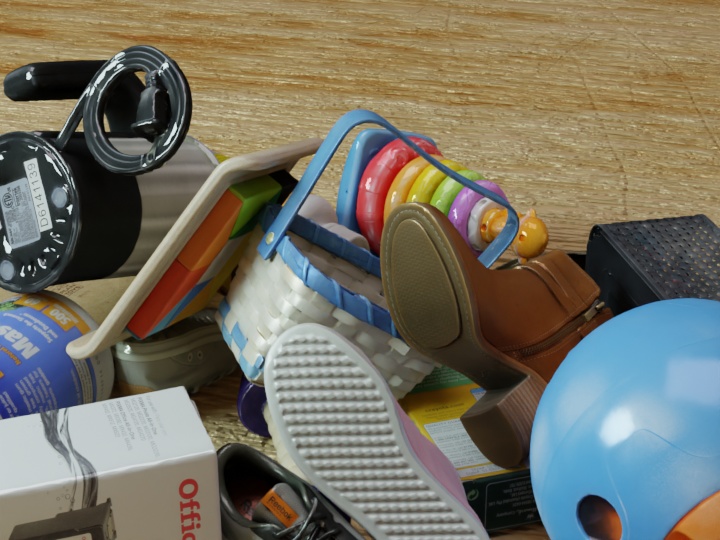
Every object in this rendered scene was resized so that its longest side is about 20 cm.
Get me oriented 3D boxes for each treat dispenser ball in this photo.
[{"bbox_3d":[0.205,0.118,1.009,0.199,0.202,0.201,0,26,0],"label":"treat dispenser ball"}]

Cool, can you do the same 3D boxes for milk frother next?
[{"bbox_3d":[-0.164,-0.075,1.219,0.199,0.182,0.188,4,7,31],"label":"milk frother"}]

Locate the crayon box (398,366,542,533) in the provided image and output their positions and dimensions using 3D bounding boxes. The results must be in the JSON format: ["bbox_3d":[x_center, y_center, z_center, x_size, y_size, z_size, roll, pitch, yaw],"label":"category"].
[{"bbox_3d":[0.093,0.114,1.193,0.125,0.052,0.200,-8,28,-15],"label":"crayon box"}]

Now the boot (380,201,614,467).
[{"bbox_3d":[0.105,0.017,1.121,0.076,0.201,0.155,-23,11,47],"label":"boot"}]

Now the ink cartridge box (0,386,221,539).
[{"bbox_3d":[-0.184,0.167,0.976,0.199,0.146,0.083,-9,26,-18],"label":"ink cartridge box"}]

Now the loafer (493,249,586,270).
[{"bbox_3d":[0.149,0.018,1.343,0.199,0.076,0.067,-20,-10,-36],"label":"loafer"}]

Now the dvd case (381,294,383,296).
[{"bbox_3d":[0.012,0.019,1.421,0.149,0.025,0.200,-12,28,-23],"label":"dvd case"}]

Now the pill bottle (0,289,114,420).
[{"bbox_3d":[-0.273,0.101,1.153,0.111,0.113,0.200,11,27,23],"label":"pill bottle"}]

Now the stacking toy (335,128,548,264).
[{"bbox_3d":[0.083,-0.046,1.354,0.109,0.117,0.199,4,10,-44],"label":"stacking toy"}]

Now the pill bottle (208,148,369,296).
[{"bbox_3d":[-0.095,-0.029,1.360,0.199,0.110,0.109,24,33,24],"label":"pill bottle"}]

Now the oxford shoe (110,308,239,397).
[{"bbox_3d":[-0.132,0.066,1.295,0.075,0.058,0.200,6,11,27],"label":"oxford shoe"}]

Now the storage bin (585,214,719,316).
[{"bbox_3d":[0.243,0.055,1.213,0.093,0.136,0.200,-6,26,-12],"label":"storage bin"}]

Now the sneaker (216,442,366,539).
[{"bbox_3d":[-0.029,0.180,0.993,0.200,0.080,0.074,35,61,30],"label":"sneaker"}]

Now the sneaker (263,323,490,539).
[{"bbox_3d":[0.007,0.119,1.039,0.075,0.201,0.105,-38,4,-1],"label":"sneaker"}]

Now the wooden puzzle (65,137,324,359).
[{"bbox_3d":[-0.111,-0.015,1.182,0.037,0.200,0.185,44,17,4],"label":"wooden puzzle"}]

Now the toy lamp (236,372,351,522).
[{"bbox_3d":[-0.054,0.124,1.166,0.058,0.059,0.200,-6,25,-11],"label":"toy lamp"}]

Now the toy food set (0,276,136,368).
[{"bbox_3d":[-0.246,0.036,1.359,0.196,0.049,0.200,6,26,13],"label":"toy food set"}]

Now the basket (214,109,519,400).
[{"bbox_3d":[0.000,0.000,1.154,0.176,0.200,0.139,31,16,-34],"label":"basket"}]
